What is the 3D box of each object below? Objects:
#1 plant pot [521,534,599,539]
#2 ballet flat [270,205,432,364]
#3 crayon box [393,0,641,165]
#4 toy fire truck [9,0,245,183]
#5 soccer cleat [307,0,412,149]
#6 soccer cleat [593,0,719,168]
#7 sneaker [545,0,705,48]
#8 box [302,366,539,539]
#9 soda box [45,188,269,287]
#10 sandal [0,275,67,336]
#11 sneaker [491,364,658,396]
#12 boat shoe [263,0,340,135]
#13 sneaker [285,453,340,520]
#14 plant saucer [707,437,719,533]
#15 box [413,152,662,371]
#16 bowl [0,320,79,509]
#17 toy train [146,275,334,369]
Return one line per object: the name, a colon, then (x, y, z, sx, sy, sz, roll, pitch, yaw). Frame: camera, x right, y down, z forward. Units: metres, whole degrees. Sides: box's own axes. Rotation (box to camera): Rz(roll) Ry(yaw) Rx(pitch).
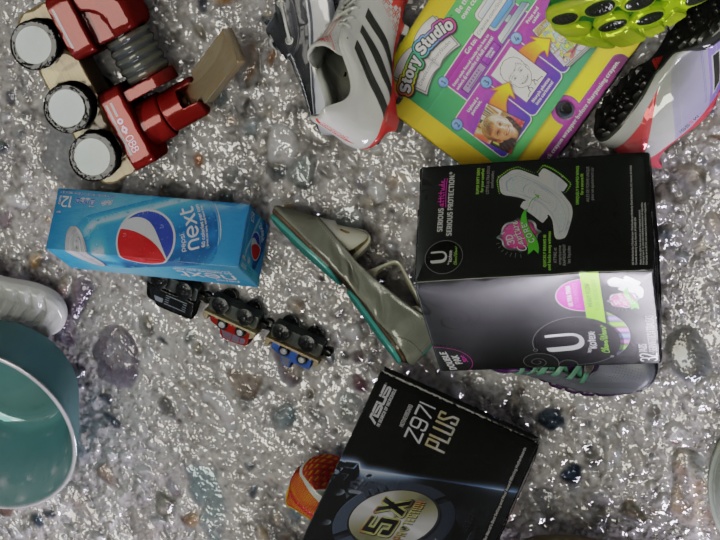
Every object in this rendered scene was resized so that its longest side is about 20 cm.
plant pot: (0.185, 0.324, 1.622, 0.134, 0.199, 0.202, 42, 121, 42)
ballet flat: (0.000, 0.000, 1.629, 0.064, 0.067, 0.200, -41, 78, -4)
crayon box: (0.131, -0.187, 1.526, 0.172, 0.058, 0.201, 38, 115, 5)
toy fire truck: (-0.201, -0.194, 1.607, 0.199, 0.129, 0.177, -26, 98, 12)
soccer cleat: (-0.006, -0.200, 1.507, 0.068, 0.085, 0.202, -27, 54, 48)
soccer cleat: (0.285, -0.171, 1.481, 0.073, 0.068, 0.200, 28, 120, -23)
sneaker: (0.242, -0.249, 1.433, 0.199, 0.074, 0.084, -26, 54, 5)
box: (0.053, 0.218, 1.612, 0.163, 0.086, 0.201, 24, 75, 10)
soda box: (-0.193, -0.032, 1.665, 0.198, 0.068, 0.065, 5, 75, 16)
sandal: (-0.392, 0.014, 1.770, 0.201, 0.050, 0.083, 22, 128, -3)
sneaker: (0.168, 0.082, 1.585, 0.198, 0.088, 0.075, 13, 111, 14)
boat shoe: (-0.053, -0.220, 1.567, 0.067, 0.072, 0.202, -4, 103, 17)
sneaker: (0.018, 0.254, 1.712, 0.199, 0.073, 0.077, 37, 141, 3)
plant saucer: (0.410, 0.207, 1.568, 0.198, 0.050, 0.202, 5, 109, 16)
box: (0.155, -0.004, 1.498, 0.198, 0.125, 0.149, -2, 145, 12)
bowl: (-0.362, 0.129, 1.749, 0.199, 0.105, 0.202, 6, 125, 9)
toy train: (-0.119, 0.049, 1.697, 0.199, 0.034, 0.046, 23, 116, 10)
